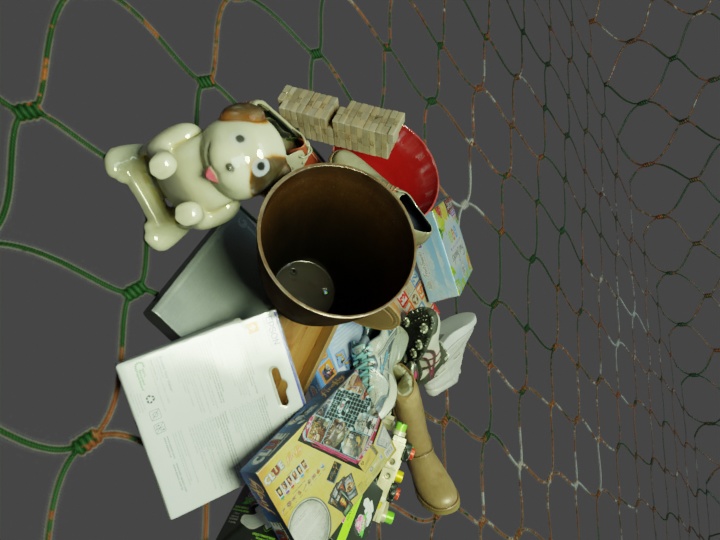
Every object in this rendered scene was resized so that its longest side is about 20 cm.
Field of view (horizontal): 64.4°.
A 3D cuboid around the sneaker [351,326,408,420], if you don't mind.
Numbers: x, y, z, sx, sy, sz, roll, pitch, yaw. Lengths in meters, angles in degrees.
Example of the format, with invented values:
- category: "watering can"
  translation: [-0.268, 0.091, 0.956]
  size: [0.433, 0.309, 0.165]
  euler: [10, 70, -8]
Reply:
- category: "sneaker"
  translation: [0.012, 0.154, 0.914]
  size: [0.086, 0.077, 0.201]
  euler: [45, 40, -28]

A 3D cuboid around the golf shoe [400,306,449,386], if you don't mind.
- category: "golf shoe"
  translation: [0.115, 0.132, 1.009]
  size: [0.088, 0.201, 0.077]
  euler: [-9, 49, -20]

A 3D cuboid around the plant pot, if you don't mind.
- category: "plant pot"
  translation: [-0.052, -0.005, 0.727]
  size: [0.186, 0.200, 0.188]
  euler: [6, 69, -16]

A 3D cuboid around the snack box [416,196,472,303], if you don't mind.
- category: "snack box"
  translation: [0.158, -0.047, 1.135]
  size: [0.200, 0.067, 0.169]
  euler: [-37, 110, -66]

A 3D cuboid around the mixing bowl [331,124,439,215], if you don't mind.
- category: "mixing bowl"
  translation: [0.025, -0.153, 0.990]
  size: [0.199, 0.108, 0.201]
  euler: [9, 68, -22]

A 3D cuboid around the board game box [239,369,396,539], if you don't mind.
- category: "board game box"
  translation: [-0.044, 0.238, 0.720]
  size: [0.200, 0.035, 0.136]
  euler: [-38, 109, -45]

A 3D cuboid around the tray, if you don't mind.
- category: "tray"
  translation: [-0.105, 0.118, 0.817]
  size: [0.099, 0.037, 0.201]
  euler: [43, 60, -31]

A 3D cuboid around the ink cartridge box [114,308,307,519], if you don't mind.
- category: "ink cartridge box"
  translation: [-0.172, 0.170, 0.711]
  size: [0.199, 0.041, 0.201]
  euler: [-19, 97, -23]

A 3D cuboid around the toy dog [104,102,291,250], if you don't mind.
- category: "toy dog"
  translation: [-0.176, -0.120, 0.702]
  size: [0.194, 0.199, 0.140]
  euler: [-29, 105, -48]

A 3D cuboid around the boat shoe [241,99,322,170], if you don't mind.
- category: "boat shoe"
  translation: [-0.114, -0.193, 0.896]
  size: [0.200, 0.062, 0.071]
  euler: [37, 54, -40]

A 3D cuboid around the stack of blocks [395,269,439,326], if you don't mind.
- category: "stack of blocks"
  translation: [0.061, 0.044, 1.052]
  size: [0.200, 0.058, 0.115]
  euler: [58, 45, -24]

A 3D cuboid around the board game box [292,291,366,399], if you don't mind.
- category: "board game box"
  translation: [-0.041, 0.126, 0.933]
  size: [0.151, 0.036, 0.201]
  euler: [-34, 109, -47]

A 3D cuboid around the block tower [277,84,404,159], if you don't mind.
- category: "block tower"
  translation: [-0.033, -0.233, 0.900]
  size: [0.058, 0.199, 0.054]
  euler: [84, 26, -57]

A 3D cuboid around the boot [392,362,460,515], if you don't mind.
- category: "boot"
  translation: [0.096, 0.281, 0.959]
  size: [0.066, 0.175, 0.201]
  euler: [-20, 116, -14]

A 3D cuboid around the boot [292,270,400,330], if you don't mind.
- category: "boot"
  translation: [0.000, 0.000, 0.923]
  size: [0.155, 0.199, 0.077]
  euler: [-49, 160, -48]

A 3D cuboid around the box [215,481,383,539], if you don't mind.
- category: "box"
  translation: [-0.085, 0.347, 0.770]
  size: [0.149, 0.124, 0.200]
  euler: [50, 49, -30]

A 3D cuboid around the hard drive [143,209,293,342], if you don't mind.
- category: "hard drive"
  translation: [-0.185, 0.028, 0.789]
  size: [0.140, 0.033, 0.200]
  euler: [52, 47, -28]

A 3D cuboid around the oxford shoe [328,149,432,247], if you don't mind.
- category: "oxford shoe"
  translation: [0.036, -0.118, 0.876]
  size: [0.200, 0.074, 0.071]
  euler: [43, 61, -5]

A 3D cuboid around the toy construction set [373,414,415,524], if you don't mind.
- category: "toy construction set"
  translation: [0.032, 0.308, 0.909]
  size: [0.131, 0.092, 0.201]
  euler: [102, -5, -80]

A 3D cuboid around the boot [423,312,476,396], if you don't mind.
- category: "boot"
  translation: [0.179, 0.169, 1.166]
  size: [0.200, 0.073, 0.096]
  euler: [-34, 114, -39]
